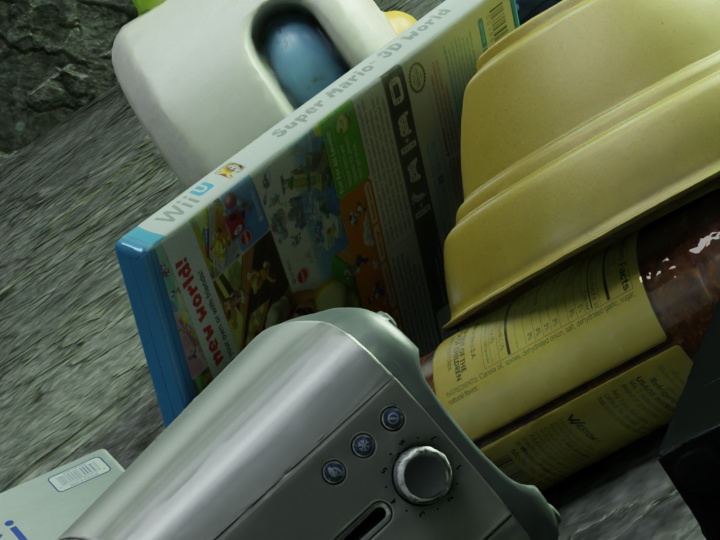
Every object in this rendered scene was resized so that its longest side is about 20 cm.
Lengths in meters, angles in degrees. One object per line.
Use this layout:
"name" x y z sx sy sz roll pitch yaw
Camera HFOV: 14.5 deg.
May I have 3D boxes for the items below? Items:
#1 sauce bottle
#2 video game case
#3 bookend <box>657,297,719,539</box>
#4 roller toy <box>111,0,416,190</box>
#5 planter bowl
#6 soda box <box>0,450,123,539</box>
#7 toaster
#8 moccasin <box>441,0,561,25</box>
"sauce bottle" 0.109 0.015 0.957 0.199 0.066 0.066 -28 13 26
"video game case" 0.000 0.000 1.041 0.018 0.144 0.200 18 43 39
"bookend" 0.192 -0.002 0.690 0.198 0.092 0.200 -30 12 25
"roller toy" -0.024 -0.082 1.453 0.139 0.200 0.183 -35 41 4
"planter bowl" 0.099 -0.060 1.020 0.199 0.084 0.200 -28 -3 -2
"soda box" -0.158 0.141 1.002 0.199 0.069 0.063 -24 35 -22
"toaster" -0.030 0.094 0.917 0.129 0.114 0.200 -41 6 -15
"moccasin" 0.102 -0.155 1.649 0.080 0.068 0.200 -42 12 -28
